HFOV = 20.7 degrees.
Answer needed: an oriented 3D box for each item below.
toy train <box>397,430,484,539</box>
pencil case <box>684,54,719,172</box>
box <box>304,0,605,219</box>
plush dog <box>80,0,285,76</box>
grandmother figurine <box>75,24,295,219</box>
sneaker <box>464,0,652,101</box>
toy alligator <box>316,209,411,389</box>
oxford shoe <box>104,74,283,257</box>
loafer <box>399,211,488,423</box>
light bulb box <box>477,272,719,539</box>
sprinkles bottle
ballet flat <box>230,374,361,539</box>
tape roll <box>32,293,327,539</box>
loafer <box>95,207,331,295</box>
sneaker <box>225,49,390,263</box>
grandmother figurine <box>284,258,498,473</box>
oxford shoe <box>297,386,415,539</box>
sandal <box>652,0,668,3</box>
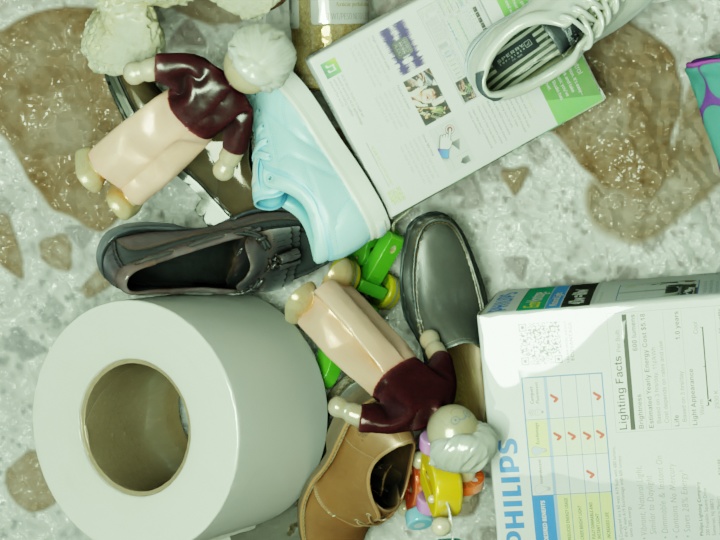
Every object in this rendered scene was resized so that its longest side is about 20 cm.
[{"bbox_3d":[0.073,0.210,1.567,0.055,0.151,0.201,-4,54,-9],"label":"toy train"},{"bbox_3d":[0.319,-0.077,1.531,0.084,0.092,0.202,-16,94,15],"label":"pencil case"},{"bbox_3d":[0.075,-0.152,1.562,0.199,0.036,0.145,-28,102,-1],"label":"box"},{"bbox_3d":[-0.155,-0.272,1.563,0.199,0.172,0.161,-24,123,15],"label":"plush dog"},{"bbox_3d":[-0.134,-0.124,1.535,0.199,0.061,0.121,-34,128,23],"label":"grandmother figurine"},{"bbox_3d":[0.167,-0.192,1.493,0.200,0.071,0.073,-40,112,14],"label":"sneaker"},{"bbox_3d":[0.000,0.000,1.625,0.054,0.059,0.201,31,98,49],"label":"toy alligator"},{"bbox_3d":[-0.131,-0.110,1.628,0.084,0.073,0.200,-41,100,10],"label":"oxford shoe"},{"bbox_3d":[0.079,0.052,1.595,0.072,0.072,0.202,-14,98,-10],"label":"loafer"},{"bbox_3d":[0.204,0.112,1.559,0.198,0.125,0.200,-4,97,12],"label":"light bulb box"},{"bbox_3d":[-0.027,-0.248,1.589,0.068,0.068,0.202,0,97,11],"label":"sprinkles bottle"},{"bbox_3d":[-0.042,0.160,1.658,0.067,0.046,0.201,31,108,-15],"label":"ballet flat"},{"bbox_3d":[-0.145,0.119,1.592,0.201,0.139,0.205,2,95,29],"label":"tape roll"},{"bbox_3d":[-0.109,-0.005,1.580,0.198,0.063,0.072,-4,117,-19],"label":"loafer"},{"bbox_3d":[-0.062,-0.094,1.569,0.082,0.074,0.200,-33,75,-14],"label":"sneaker"},{"bbox_3d":[0.026,0.083,1.521,0.121,0.061,0.200,-37,67,-24],"label":"grandmother figurine"},{"bbox_3d":[-0.001,0.185,1.597,0.071,0.071,0.201,52,143,33],"label":"oxford shoe"},{"bbox_3d":[0.164,-0.268,1.537,0.206,0.059,0.079,34,131,1],"label":"sandal"}]
